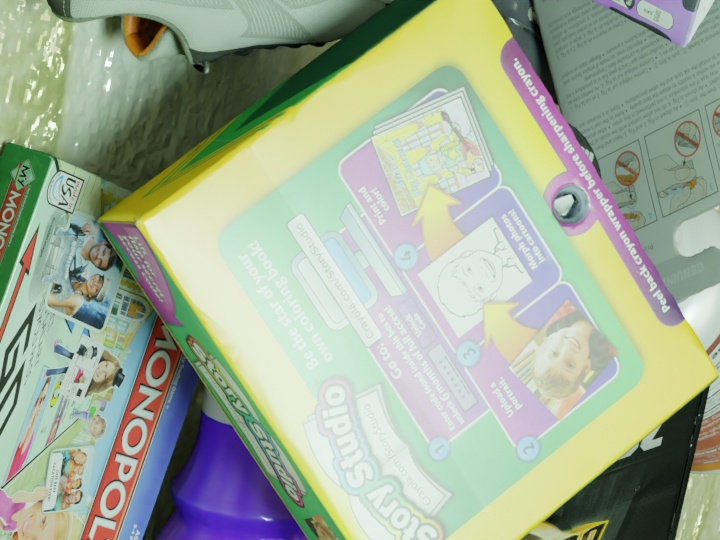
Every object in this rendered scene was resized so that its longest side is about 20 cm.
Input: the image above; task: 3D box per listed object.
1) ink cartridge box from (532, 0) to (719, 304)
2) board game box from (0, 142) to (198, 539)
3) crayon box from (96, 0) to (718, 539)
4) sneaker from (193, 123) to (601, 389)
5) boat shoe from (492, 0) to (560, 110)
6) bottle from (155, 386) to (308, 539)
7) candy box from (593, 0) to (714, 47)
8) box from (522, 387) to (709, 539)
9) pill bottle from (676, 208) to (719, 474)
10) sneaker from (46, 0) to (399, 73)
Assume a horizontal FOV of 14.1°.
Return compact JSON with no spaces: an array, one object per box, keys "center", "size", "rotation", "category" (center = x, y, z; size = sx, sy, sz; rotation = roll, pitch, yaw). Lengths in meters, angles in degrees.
[{"center":[0.150,-0.094,1.234],"size":[0.050,0.161,0.200],"rotation":[-4,74,-41],"category":"ink cartridge box"},{"center":[-0.125,0.063,1.169],"size":[0.135,0.029,0.200],"rotation":[24,83,-54],"category":"board game box"},{"center":[0.022,0.012,1.168],"size":[0.172,0.058,0.200],"rotation":[-37,105,-16],"category":"crayon box"},{"center":[0.000,0.000,1.255],"size":[0.200,0.115,0.076],"rotation":[-30,102,-23],"category":"sneaker"},{"center":[0.111,-0.098,1.362],"size":[0.200,0.073,0.063],"rotation":[4,104,-49],"category":"boat shoe"},{"center":[-0.054,0.143,1.250],"size":[0.065,0.083,0.200],"rotation":[-17,118,-60],"category":"bottle"},{"center":[0.065,-0.196,1.116],"size":[0.072,0.200,0.168],"rotation":[-57,169,-24],"category":"candy box"},{"center":[0.059,0.116,1.338],"size":[0.200,0.049,0.160],"rotation":[-15,131,-28],"category":"box"},{"center":[0.145,0.019,1.442],"size":[0.200,0.112,0.112],"rotation":[42,69,-55],"category":"pill bottle"},{"center":[-0.053,-0.115,1.170],"size":[0.200,0.074,0.079],"rotation":[15,100,-49],"category":"sneaker"}]
